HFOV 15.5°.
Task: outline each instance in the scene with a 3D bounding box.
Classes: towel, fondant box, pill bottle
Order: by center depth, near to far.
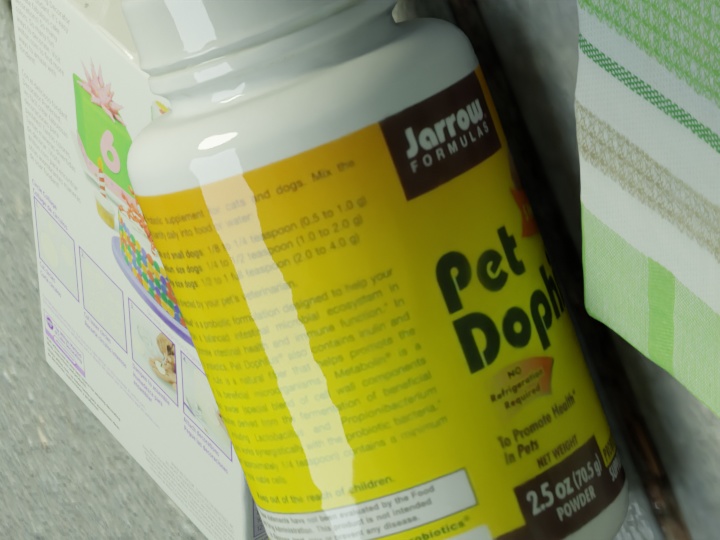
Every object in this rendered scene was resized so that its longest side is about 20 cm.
[{"bbox_3d":[0.107,-0.035,0.659,0.149,0.031,0.201,44,149,41],"label":"towel"},{"bbox_3d":[0.000,0.000,0.784,0.109,0.109,0.201,-1,112,61],"label":"pill bottle"},{"bbox_3d":[-0.060,-0.011,0.945,0.144,0.058,0.201,43,147,37],"label":"fondant box"}]
